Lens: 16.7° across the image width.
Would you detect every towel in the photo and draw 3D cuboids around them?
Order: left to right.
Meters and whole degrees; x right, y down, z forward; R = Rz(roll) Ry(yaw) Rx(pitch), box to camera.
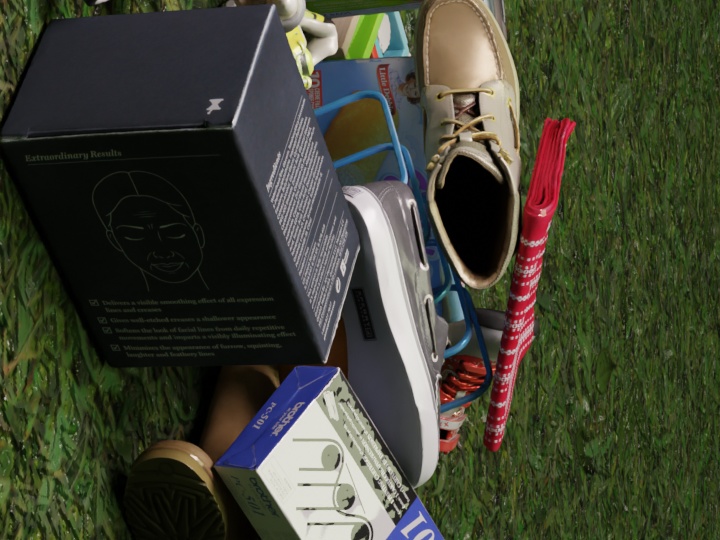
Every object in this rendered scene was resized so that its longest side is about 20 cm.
[{"bbox_3d":[0.117,0.007,1.720,0.145,0.022,0.201,-70,170,-58],"label":"towel"}]

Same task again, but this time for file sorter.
[{"bbox_3d":[0.000,0.000,1.701,0.139,0.122,0.201,-103,170,-52],"label":"file sorter"}]

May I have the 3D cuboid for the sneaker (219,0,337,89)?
[{"bbox_3d":[-0.076,-0.140,1.650,0.200,0.076,0.076,-56,142,-57],"label":"sneaker"}]

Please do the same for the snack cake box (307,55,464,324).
[{"bbox_3d":[0.015,-0.059,1.847,0.067,0.114,0.202,-12,100,-70],"label":"snack cake box"}]

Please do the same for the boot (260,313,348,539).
[{"bbox_3d":[-0.033,0.135,1.604,0.144,0.070,0.202,-55,140,-49],"label":"boot"}]

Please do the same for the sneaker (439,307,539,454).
[{"bbox_3d":[0.080,0.091,1.965,0.201,0.067,0.109,-13,-114,65],"label":"sneaker"}]

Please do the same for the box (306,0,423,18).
[{"bbox_3d":[-0.019,-0.252,1.694,0.200,0.112,0.102,26,62,-67],"label":"box"}]

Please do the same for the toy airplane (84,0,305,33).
[{"bbox_3d":[-0.096,-0.229,1.497,0.200,0.140,0.200,46,24,-43],"label":"toy airplane"}]

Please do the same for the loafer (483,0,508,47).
[{"bbox_3d":[0.089,-0.128,1.789,0.063,0.071,0.202,-5,92,-58],"label":"loafer"}]

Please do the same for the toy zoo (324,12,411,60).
[{"bbox_3d":[0.016,-0.143,1.997,0.132,0.020,0.201,-71,152,-44],"label":"toy zoo"}]

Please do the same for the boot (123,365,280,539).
[{"bbox_3d":[-0.092,0.109,1.620,0.176,0.066,0.201,82,18,-46],"label":"boot"}]

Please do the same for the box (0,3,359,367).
[{"bbox_3d":[-0.103,-0.046,1.460,0.201,0.147,0.108,70,26,-44],"label":"box"}]

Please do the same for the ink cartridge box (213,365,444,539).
[{"bbox_3d":[-0.006,0.167,1.564,0.094,0.044,0.201,-50,123,-32],"label":"ink cartridge box"}]

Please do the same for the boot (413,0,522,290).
[{"bbox_3d":[0.073,-0.092,1.672,0.155,0.071,0.202,-52,135,-81],"label":"boot"}]

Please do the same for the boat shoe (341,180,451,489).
[{"bbox_3d":[0.027,0.038,1.582,0.066,0.070,0.202,-21,101,-37],"label":"boat shoe"}]
